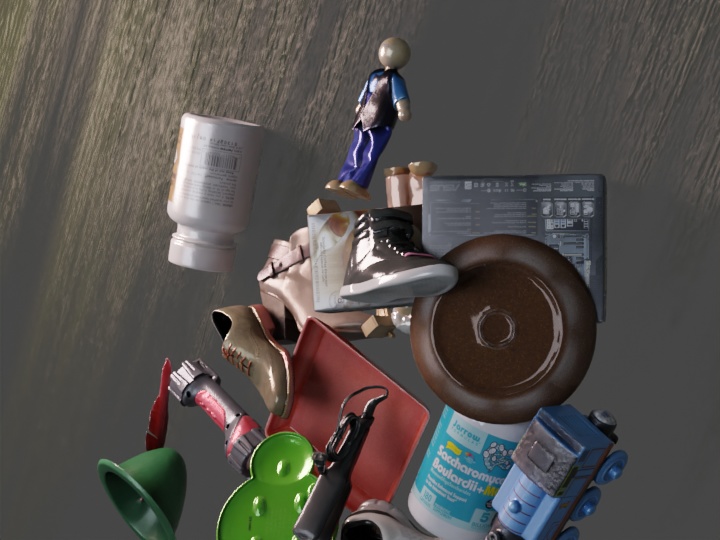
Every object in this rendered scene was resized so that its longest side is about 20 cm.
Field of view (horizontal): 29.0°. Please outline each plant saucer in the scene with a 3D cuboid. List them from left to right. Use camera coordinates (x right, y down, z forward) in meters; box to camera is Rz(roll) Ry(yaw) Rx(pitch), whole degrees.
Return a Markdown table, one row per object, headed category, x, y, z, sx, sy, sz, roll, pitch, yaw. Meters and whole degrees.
| category | x | y | z | sx | sy | sz | roll | pitch | yaw |
| --- | --- | --- | --- | --- | --- | --- | --- | --- | --- |
| plant saucer | -0.011 | 0.181 | 1.689 | 0.199 | 0.037 | 0.201 | 38 | 125 | 24 |
| plant saucer | 0.145 | 0.062 | 1.456 | 0.199 | 0.037 | 0.202 | -1 | 88 | 14 |

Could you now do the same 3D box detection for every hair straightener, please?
| category | x | y | z | sx | sy | sz | roll | pitch | yaw |
| --- | --- | --- | --- | --- | --- | --- | --- | --- | --- |
| hair straightener | -0.022 | 0.218 | 1.585 | 0.041 | 0.077 | 0.201 | 22 | 77 | 28 |

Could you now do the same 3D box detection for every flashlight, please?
| category | x | y | z | sx | sy | sz | roll | pitch | yaw |
| --- | --- | --- | --- | --- | --- | --- | --- | --- | --- |
| flashlight | -0.191 | 0.201 | 1.885 | 0.200 | 0.067 | 0.068 | 38 | 116 | 37 |

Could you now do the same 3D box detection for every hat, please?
| category | x | y | z | sx | sy | sz | roll | pitch | yaw |
| --- | --- | --- | --- | --- | --- | --- | --- | --- | --- |
| hat | -0.260 | 0.278 | 1.983 | 0.165 | 0.176 | 0.201 | 23 | 141 | 40 |

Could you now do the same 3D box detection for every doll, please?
| category | x | y | z | sx | sy | sz | roll | pitch | yaw |
| --- | --- | --- | --- | --- | --- | --- | --- | --- | --- |
| doll | 0.021 | -0.186 | 1.691 | 0.136 | 0.048 | 0.201 | 8 | 78 | 63 |

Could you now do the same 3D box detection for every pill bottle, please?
| category | x | y | z | sx | sy | sz | roll | pitch | yaw |
| --- | --- | --- | --- | --- | --- | --- | --- | --- | --- |
| pill bottle | -0.200 | -0.105 | 1.873 | 0.114 | 0.114 | 0.202 | 17 | 100 | 43 |
| pill bottle | 0.134 | 0.195 | 1.538 | 0.111 | 0.110 | 0.201 | 34 | 111 | 39 |

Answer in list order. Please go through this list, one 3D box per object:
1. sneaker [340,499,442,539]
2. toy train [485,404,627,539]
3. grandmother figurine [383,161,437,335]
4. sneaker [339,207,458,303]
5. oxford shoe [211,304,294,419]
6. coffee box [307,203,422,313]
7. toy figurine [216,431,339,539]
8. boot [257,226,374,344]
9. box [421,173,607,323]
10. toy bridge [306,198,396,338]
| category | x | y | z | sx | sy | sz | roll | pitch | yaw |
| --- | --- | --- | --- | --- | --- | --- | --- | --- | --- |
| sneaker | 0.062 | 0.334 | 1.606 | 0.199 | 0.080 | 0.074 | 21 | 103 | 26 |
| toy train | 0.199 | 0.231 | 1.470 | 0.087 | 0.114 | 0.201 | 44 | 117 | 36 |
| grandmother figurine | 0.058 | -0.023 | 1.660 | 0.121 | 0.060 | 0.202 | -11 | 78 | 50 |
| sneaker | 0.040 | -0.022 | 1.471 | 0.200 | 0.070 | 0.100 | -10 | 71 | 61 |
| oxford shoe | -0.134 | 0.114 | 1.715 | 0.200 | 0.074 | 0.071 | 56 | 136 | 52 |
| coffee box | 0.047 | -0.016 | 1.592 | 0.198 | 0.080 | 0.115 | -6 | 85 | 12 |
| toy figurine | -0.078 | 0.330 | 1.711 | 0.149 | 0.185 | 0.201 | -7 | 53 | 11 |
| boot | -0.049 | 0.016 | 1.761 | 0.199 | 0.070 | 0.147 | -5 | 73 | 33 |
| box | 0.165 | -0.022 | 1.498 | 0.198 | 0.051 | 0.159 | -1 | 87 | 13 |
| toy bridge | 0.000 | 0.000 | 1.707 | 0.027 | 0.067 | 0.201 | -45 | 58 | 33 |
